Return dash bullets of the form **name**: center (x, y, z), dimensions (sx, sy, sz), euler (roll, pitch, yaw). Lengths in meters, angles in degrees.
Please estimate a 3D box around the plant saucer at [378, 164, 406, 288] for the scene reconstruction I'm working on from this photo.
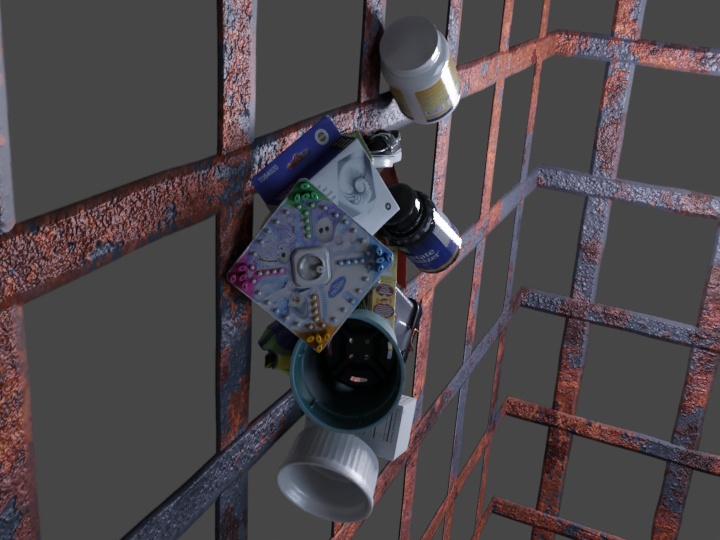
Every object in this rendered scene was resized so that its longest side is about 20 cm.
- **plant saucer**: center (0.066, -0.097, 1.853), dimensions (0.202, 0.036, 0.204), euler (-103, -171, -56)

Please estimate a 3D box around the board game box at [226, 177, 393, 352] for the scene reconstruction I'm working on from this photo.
- **board game box**: center (-0.077, -0.004, 1.378), dimensions (0.201, 0.199, 0.026), euler (-50, -164, 3)

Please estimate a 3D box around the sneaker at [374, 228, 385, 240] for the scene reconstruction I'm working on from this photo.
- **sneaker**: center (0.015, -0.106, 1.752), dimensions (0.200, 0.065, 0.092), euler (-47, 132, -82)

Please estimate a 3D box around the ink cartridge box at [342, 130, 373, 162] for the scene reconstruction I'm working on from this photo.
- **ink cartridge box**: center (0.006, -0.143, 1.620), dimensions (0.202, 0.047, 0.148), euler (-115, -165, -49)

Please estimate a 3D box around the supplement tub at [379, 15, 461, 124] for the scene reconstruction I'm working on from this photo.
- **supplement tub**: center (0.120, -0.404, 1.778), dimensions (0.200, 0.141, 0.148), euler (50, 56, -64)

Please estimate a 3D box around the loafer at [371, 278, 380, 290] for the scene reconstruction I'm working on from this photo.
- **loafer**: center (0.000, 0.000, 1.655), dimensions (0.200, 0.068, 0.072), euler (-105, -153, -74)

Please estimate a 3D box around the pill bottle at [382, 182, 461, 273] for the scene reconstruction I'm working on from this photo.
- **pill bottle**: center (0.108, -0.082, 1.674), dimensions (0.200, 0.110, 0.114), euler (39, 66, -52)

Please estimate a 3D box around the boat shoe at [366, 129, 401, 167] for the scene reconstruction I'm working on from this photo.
- **boat shoe**: center (0.038, -0.249, 1.777), dimensions (0.200, 0.070, 0.073), euler (-48, 138, -70)

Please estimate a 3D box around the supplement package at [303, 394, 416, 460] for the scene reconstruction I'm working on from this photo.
- **supplement package**: center (0.000, 0.295, 1.774), dimensions (0.113, 0.195, 0.112), euler (0, 102, -71)

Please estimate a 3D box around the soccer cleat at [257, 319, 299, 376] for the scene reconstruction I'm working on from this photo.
- **soccer cleat**: center (-0.137, 0.154, 1.575), dimensions (0.083, 0.065, 0.202), euler (-37, 150, -14)

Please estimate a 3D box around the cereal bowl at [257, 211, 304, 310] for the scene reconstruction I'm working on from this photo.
- **cereal bowl**: center (-0.092, -0.025, 1.470), dimensions (0.196, 0.083, 0.206), euler (5, 81, -33)

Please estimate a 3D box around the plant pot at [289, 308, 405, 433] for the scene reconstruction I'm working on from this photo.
- **plant pot**: center (-0.012, 0.160, 1.551), dimensions (0.196, 0.195, 0.206), euler (-49, 149, -81)

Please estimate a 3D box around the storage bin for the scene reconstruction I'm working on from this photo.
- **storage bin**: center (0.045, 0.122, 1.907), dimensions (0.135, 0.143, 0.204), euler (50, 55, -51)

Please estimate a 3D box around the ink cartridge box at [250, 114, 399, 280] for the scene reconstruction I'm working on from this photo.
- **ink cartridge box**: center (-0.053, -0.123, 1.433), dimensions (0.200, 0.040, 0.202), euler (-44, 108, -28)

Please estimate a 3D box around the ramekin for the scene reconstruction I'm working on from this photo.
- **ramekin**: center (-0.058, 0.393, 1.707), dimensions (0.203, 0.195, 0.099), euler (80, 23, -44)

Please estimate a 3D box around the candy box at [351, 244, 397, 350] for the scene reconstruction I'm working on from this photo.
- **candy box**: center (0.027, 0.060, 1.728), dimensions (0.115, 0.054, 0.205), euler (148, -52, -68)

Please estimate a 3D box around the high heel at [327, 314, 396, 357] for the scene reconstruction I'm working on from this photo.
- **high heel**: center (-0.003, 0.151, 1.780), dimensions (0.068, 0.094, 0.202), euler (79, 32, -47)
